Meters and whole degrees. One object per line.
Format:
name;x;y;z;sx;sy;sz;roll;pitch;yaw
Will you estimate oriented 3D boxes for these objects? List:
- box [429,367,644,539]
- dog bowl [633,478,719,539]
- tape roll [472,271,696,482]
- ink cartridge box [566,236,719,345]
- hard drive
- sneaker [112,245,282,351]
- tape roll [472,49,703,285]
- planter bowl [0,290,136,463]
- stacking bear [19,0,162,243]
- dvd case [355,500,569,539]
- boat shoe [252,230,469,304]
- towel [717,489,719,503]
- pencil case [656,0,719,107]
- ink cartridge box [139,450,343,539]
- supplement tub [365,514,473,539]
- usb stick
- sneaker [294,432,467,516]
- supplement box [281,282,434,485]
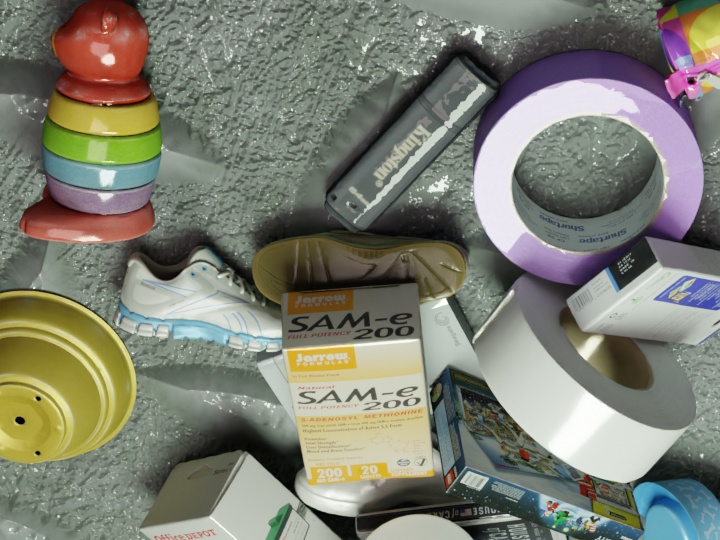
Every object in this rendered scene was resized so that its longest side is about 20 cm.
box;0.165;0.180;1.462;0.199;0.137;0.038;22;121;-20
dog bowl;0.319;0.296;1.556;0.049;0.111;0.201;-15;124;-26
tape roll;0.201;0.091;1.390;0.202;0.203;0.071;30;119;-13
ink cartridge box;0.281;0.021;1.395;0.199;0.039;0.099;10;136;-47
hard drive;0.017;0.098;1.501;0.199;0.027;0.132;-21;124;15
sneaker;-0.130;0.023;1.454;0.198;0.075;0.087;6;105;-6
tape roll;0.198;-0.089;1.364;0.198;0.066;0.201;2;121;3
planter bowl;-0.325;0.127;1.520;0.199;0.084;0.202;2;120;3
stacking bear;-0.228;-0.137;1.349;0.113;0.122;0.201;8;113;2
dvd case;0.106;0.263;1.553;0.198;0.025;0.150;-7;155;9
boat shoe;0.001;-0.003;1.437;0.199;0.063;0.074;-5;99;10
towel;0.406;0.266;1.498;0.085;0.166;0.201;1;121;-3
pencil case;0.343;-0.203;1.276;0.199;0.089;0.089;-20;117;14
ink cartridge box;-0.104;0.282;1.561;0.200;0.085;0.146;44;145;-19
supplement tub;0.061;0.340;1.484;0.144;0.146;0.201;-1;139;5
usb stick;0.044;-0.113;1.380;0.055;0.033;0.200;37;117;-16
sneaker;0.034;0.190;1.540;0.198;0.075;0.089;0;119;-7
supplement box;0.000;0.108;1.430;0.125;0.074;0.201;-5;135;4
